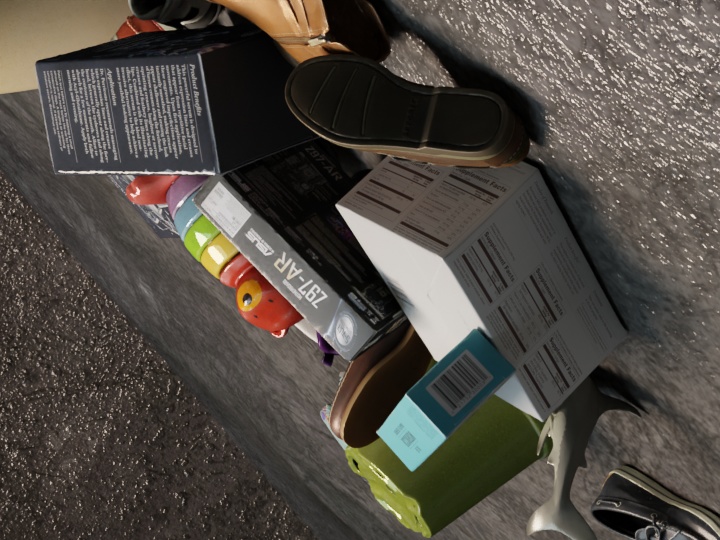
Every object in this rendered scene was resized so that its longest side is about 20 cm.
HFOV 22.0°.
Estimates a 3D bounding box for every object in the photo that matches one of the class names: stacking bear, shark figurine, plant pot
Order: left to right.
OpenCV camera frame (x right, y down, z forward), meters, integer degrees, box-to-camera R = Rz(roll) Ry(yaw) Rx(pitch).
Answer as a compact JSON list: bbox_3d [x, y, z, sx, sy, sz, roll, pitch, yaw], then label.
[{"bbox_3d":[-0.343,-0.258,1.877,0.187,0.200,0.188,49,156,31],"label":"plant pot"},{"bbox_3d":[-0.115,-0.032,1.789,0.114,0.121,0.200,-12,-115,-57],"label":"stacking bear"},{"bbox_3d":[0.090,0.158,1.843,0.200,0.190,0.200,44,166,14],"label":"plant pot"},{"bbox_3d":[0.205,0.143,1.653,0.089,0.215,0.128,10,128,0],"label":"shark figurine"}]

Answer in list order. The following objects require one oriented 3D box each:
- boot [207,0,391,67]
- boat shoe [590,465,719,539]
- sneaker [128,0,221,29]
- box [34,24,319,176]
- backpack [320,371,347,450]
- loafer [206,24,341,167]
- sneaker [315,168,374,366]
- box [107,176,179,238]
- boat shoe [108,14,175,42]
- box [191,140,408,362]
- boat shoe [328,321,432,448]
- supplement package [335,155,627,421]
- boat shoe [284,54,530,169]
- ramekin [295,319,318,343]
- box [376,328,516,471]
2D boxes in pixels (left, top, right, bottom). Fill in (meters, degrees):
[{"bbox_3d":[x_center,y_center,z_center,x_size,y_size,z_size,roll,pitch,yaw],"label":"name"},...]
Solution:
[{"bbox_3d":[-0.064,-0.232,1.483,0.200,0.074,0.155,39,171,-20],"label":"boot"},{"bbox_3d":[0.295,0.251,1.755,0.200,0.062,0.075,29,155,48],"label":"boat shoe"},{"bbox_3d":[-0.181,-0.261,1.713,0.074,0.089,0.200,43,167,9],"label":"sneaker"},{"bbox_3d":[-0.160,-0.150,1.631,0.200,0.148,0.107,2,107,36],"label":"box"},{"bbox_3d":[0.054,0.166,2.083,0.178,0.151,0.200,49,161,-1],"label":"backpack"},{"bbox_3d":[-0.084,-0.154,1.777,0.070,0.068,0.201,-18,112,53],"label":"loafer"},{"bbox_3d":[0.000,0.000,1.757,0.074,0.088,0.200,11,132,-5],"label":"sneaker"},{"bbox_3d":[-0.240,-0.144,2.172,0.200,0.104,0.182,50,165,-13],"label":"box"},{"bbox_3d":[-0.169,-0.190,1.849,0.200,0.063,0.071,42,-173,-42],"label":"boat shoe"},{"bbox_3d":[-0.032,-0.027,1.641,0.200,0.044,0.160,45,-149,7],"label":"box"},{"bbox_3d":[0.030,0.076,1.782,0.070,0.200,0.070,28,168,42],"label":"boat shoe"},{"bbox_3d":[0.101,-0.001,1.533,0.156,0.111,0.200,29,158,50],"label":"supplement package"},{"bbox_3d":[0.035,-0.113,1.429,0.200,0.072,0.068,19,173,29],"label":"boat shoe"},{"bbox_3d":[-0.051,-0.023,1.941,0.200,0.105,0.200,43,165,15],"label":"ramekin"},{"bbox_3d":[0.068,0.110,1.541,0.049,0.082,0.200,46,166,6],"label":"box"}]
